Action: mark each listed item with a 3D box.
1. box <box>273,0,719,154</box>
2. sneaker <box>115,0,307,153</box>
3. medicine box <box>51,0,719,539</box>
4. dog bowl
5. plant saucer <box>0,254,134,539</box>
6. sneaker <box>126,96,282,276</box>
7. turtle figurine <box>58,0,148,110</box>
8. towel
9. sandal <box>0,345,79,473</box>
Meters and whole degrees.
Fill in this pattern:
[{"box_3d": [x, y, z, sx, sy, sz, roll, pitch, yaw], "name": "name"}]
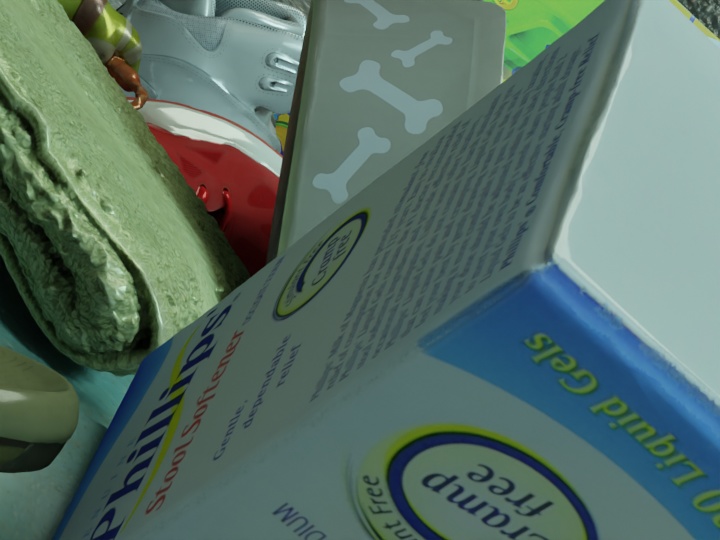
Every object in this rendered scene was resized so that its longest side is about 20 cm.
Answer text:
[{"box_3d": [0.053, -0.043, 1.197, 0.193, 0.200, 0.122, 41, -3, -4], "name": "box"}, {"box_3d": [-0.038, -0.033, 1.076, 0.200, 0.115, 0.075, 40, 9, -16], "name": "sneaker"}, {"box_3d": [0.053, 0.067, 0.648, 0.182, 0.200, 0.103, 40, 42, -14], "name": "medicine box"}, {"box_3d": [0.000, 0.000, 0.878, 0.059, 0.201, 0.200, 8, 12, -3], "name": "dog bowl"}, {"box_3d": [-0.098, 0.027, 0.760, 0.201, 0.039, 0.201, 42, 9, -8], "name": "plant saucer"}, {"box_3d": [-0.089, -0.015, 0.965, 0.200, 0.078, 0.116, 25, 23, -24], "name": "sneaker"}, {"box_3d": [-0.153, -0.124, 0.929, 0.200, 0.065, 0.161, 18, 31, -3], "name": "turtle figurine"}, {"box_3d": [-0.104, -0.055, 0.802, 0.200, 0.036, 0.148, 54, 8, 5], "name": "towel"}, {"box_3d": [-0.150, -0.020, 0.641, 0.201, 0.057, 0.080, 27, 12, -11], "name": "sandal"}]
